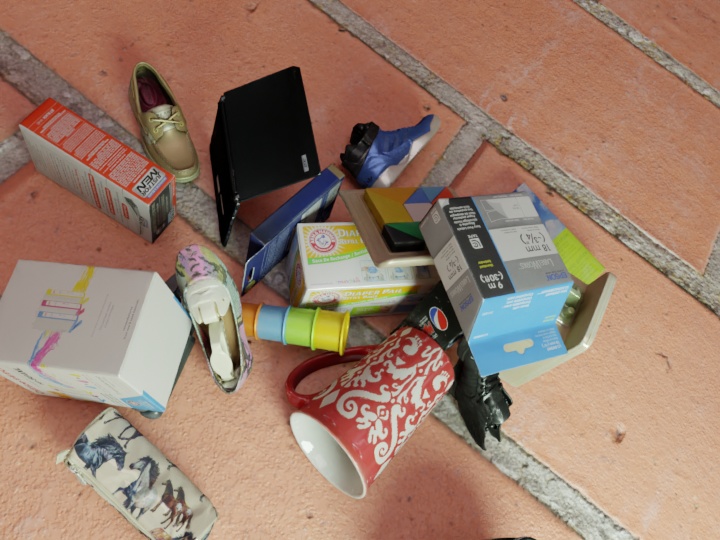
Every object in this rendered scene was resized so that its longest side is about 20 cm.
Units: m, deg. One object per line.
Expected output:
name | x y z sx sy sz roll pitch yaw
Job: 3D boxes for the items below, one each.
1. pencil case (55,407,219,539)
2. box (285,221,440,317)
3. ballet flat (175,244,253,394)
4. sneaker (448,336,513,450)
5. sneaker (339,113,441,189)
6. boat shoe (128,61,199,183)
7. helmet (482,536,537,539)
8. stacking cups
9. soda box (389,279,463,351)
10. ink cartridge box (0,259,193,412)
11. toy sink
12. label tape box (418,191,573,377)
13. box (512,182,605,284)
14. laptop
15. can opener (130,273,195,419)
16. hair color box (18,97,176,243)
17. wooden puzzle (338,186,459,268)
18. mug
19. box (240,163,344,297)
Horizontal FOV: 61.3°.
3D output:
pencil case | -0.252 0.256 0.702 0.200 0.078 0.089 42 43 5
box | 0.000 0.000 0.877 0.197 0.113 0.103 -3 64 -17
ballet flat | -0.180 0.067 0.758 0.068 0.202 0.071 -13 24 -1
sneaker | 0.170 0.158 0.818 0.060 0.201 0.104 -25 59 -26
sneaker | 0.046 -0.222 1.013 0.111 0.077 0.200 42 68 -5
boat shoe | -0.303 -0.226 0.919 0.073 0.067 0.201 -25 75 -25
helmet | 0.141 0.410 0.684 0.199 0.190 0.201 35 30 -24
stacking cups | -0.115 0.066 0.819 0.197 0.061 0.061 10 62 6
soda box | 0.113 0.065 0.829 0.063 0.200 0.071 -28 75 -28
ink cartridge box | -0.325 0.077 0.712 0.197 0.129 0.127 4 61 9
toy sink | 0.247 0.062 0.871 0.111 0.200 0.131 33 62 1
label tape box | 0.173 0.008 0.724 0.143 0.063 0.202 -8 65 -28
box | 0.301 -0.038 1.020 0.122 0.048 0.200 -37 80 -28
laptop | -0.145 -0.158 0.862 0.102 0.200 0.179 -2 66 -23
can opener | -0.257 0.091 0.804 0.066 0.054 0.202 6 60 23
hair color box | -0.354 -0.134 0.836 0.199 0.111 0.064 33 61 0
wooden puzzle | 0.080 -0.071 0.839 0.182 0.038 0.201 -4 36 -19
mug | 0.010 0.159 0.799 0.199 0.134 0.178 -38 82 -31
box | -0.106 -0.056 0.866 0.032 0.121 0.200 40 61 6
